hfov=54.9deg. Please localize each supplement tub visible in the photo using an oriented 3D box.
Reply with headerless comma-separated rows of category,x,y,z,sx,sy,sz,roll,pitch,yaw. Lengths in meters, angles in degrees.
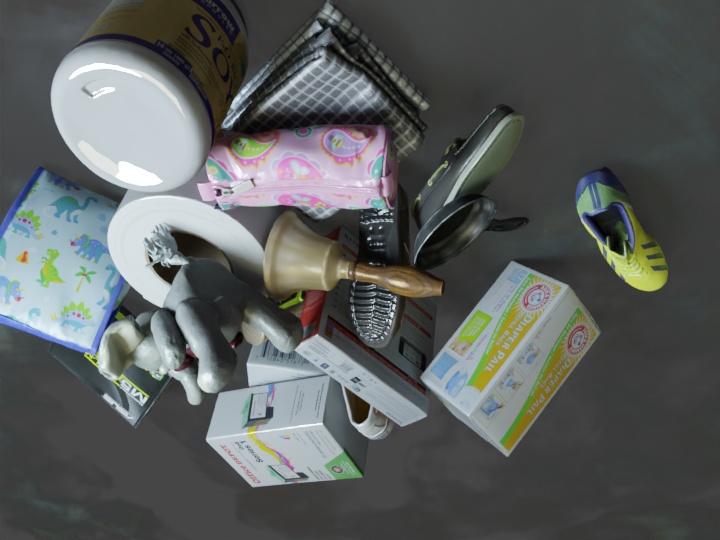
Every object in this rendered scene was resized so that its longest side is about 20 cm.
supplement tub,-0.186,-0.191,0.658,0.141,0.203,0.148,6,137,6

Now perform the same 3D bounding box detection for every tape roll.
tape roll,-0.187,-0.057,0.843,0.196,0.142,0.206,5,136,5

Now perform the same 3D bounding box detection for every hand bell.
hand bell,0.000,0.000,0.776,0.194,0.105,0.106,10,139,19

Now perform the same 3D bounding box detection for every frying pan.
frying pan,0.132,-0.059,0.781,0.187,0.031,0.116,-28,156,-23

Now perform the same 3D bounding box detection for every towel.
towel,-0.041,-0.157,0.750,0.165,0.087,0.198,38,130,-27

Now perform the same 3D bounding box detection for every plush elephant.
plush elephant,-0.195,0.074,0.767,0.200,0.164,0.156,43,120,7

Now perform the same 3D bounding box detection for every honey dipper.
honey dipper,-0.080,0.048,0.910,0.037,0.199,0.039,9,108,29

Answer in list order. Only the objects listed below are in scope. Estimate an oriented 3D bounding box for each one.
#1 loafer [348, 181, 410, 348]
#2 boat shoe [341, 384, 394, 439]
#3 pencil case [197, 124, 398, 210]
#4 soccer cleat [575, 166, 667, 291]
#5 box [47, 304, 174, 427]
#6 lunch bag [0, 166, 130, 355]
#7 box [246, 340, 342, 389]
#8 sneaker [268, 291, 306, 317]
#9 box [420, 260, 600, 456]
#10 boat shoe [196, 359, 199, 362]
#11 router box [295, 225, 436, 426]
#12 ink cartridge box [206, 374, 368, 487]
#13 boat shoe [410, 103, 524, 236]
loafer,0.035,-0.010,0.830,0.071,0.207,0.070,9,-175,32
boat shoe,-0.001,0.123,0.942,0.069,0.205,0.070,-19,148,23
pencil case,-0.059,-0.100,0.692,0.194,0.089,0.089,0,136,9
soccer cleat,0.306,-0.029,0.810,0.064,0.085,0.200,-22,128,30
box,-0.396,0.137,1.114,0.199,0.048,0.193,42,129,-4
lunch bag,-0.383,-0.001,0.895,0.166,0.203,0.128,22,136,-13
box,-0.074,0.177,1.084,0.178,0.107,0.203,8,136,3
sneaker,-0.125,0.037,0.987,0.195,0.078,0.076,14,179,-21
box,0.190,0.107,0.878,0.101,0.201,0.112,44,171,-32
boat shoe,-0.244,0.071,1.039,0.070,0.066,0.203,13,136,-2
router box,0.016,0.072,0.904,0.048,0.183,0.199,-30,123,36
ink cartridge box,-0.104,0.240,1.016,0.195,0.085,0.146,-12,132,22
boat shoe,0.112,-0.110,0.779,0.070,0.061,0.203,-17,150,-37
